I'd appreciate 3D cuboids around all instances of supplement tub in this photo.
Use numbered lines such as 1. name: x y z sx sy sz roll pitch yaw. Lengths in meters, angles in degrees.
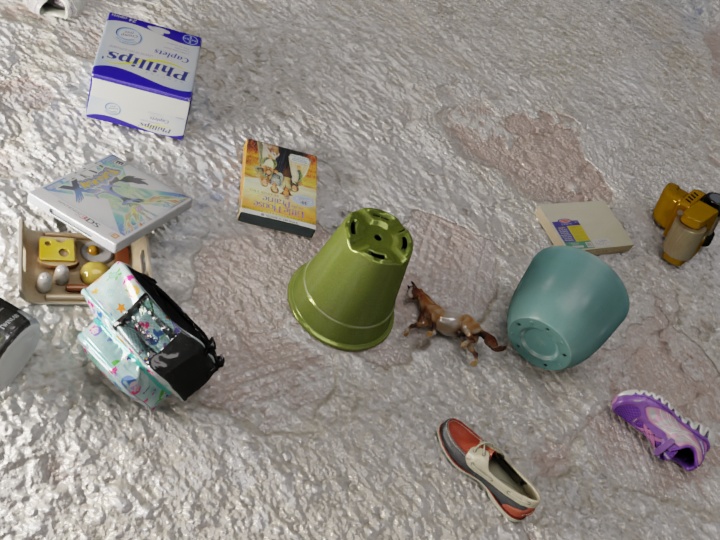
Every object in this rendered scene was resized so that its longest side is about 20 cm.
1. supplement tub: -0.552 0.071 1.204 0.199 0.123 0.123 30 45 2

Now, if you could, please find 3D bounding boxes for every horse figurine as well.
1. horse figurine: 0.161 0.101 1.572 0.199 0.050 0.133 22 28 4

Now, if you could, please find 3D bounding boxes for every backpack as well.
1. backpack: -0.312 0.091 1.266 0.150 0.178 0.200 -38 71 -11

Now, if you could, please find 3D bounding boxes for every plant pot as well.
1. plant pot: 0.000 0.000 1.491 0.199 0.190 0.201 14 47 -16
2. plant pot: 0.358 0.083 1.602 0.200 0.201 0.161 38 57 9

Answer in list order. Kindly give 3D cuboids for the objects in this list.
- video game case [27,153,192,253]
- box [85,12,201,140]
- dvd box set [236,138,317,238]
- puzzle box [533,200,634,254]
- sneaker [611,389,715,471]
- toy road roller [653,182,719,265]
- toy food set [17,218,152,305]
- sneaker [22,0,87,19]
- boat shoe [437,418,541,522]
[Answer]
1. video game case: -0.410 -0.117 1.468 0.182 0.022 0.200 29 35 14
2. box: -0.404 -0.367 1.670 0.183 0.105 0.201 12 48 -16
3. dvd box set: -0.153 -0.156 1.662 0.146 0.029 0.201 13 47 -16
4. puzzle box: 0.486 -0.092 1.925 0.199 0.025 0.133 -5 55 -29
5. sneaker: 0.540 0.290 1.589 0.200 0.081 0.089 30 53 0
6. toy road roller: 0.724 -0.116 2.005 0.146 0.123 0.200 35 43 26
7. toy food set: -0.430 -0.020 1.386 0.199 0.060 0.144 3 51 -25
8. sneaker: -0.644 -0.556 1.735 0.199 0.075 0.100 20 45 -9
9. boat shoe: 0.205 0.309 1.414 0.071 0.063 0.200 -27 66 -38
